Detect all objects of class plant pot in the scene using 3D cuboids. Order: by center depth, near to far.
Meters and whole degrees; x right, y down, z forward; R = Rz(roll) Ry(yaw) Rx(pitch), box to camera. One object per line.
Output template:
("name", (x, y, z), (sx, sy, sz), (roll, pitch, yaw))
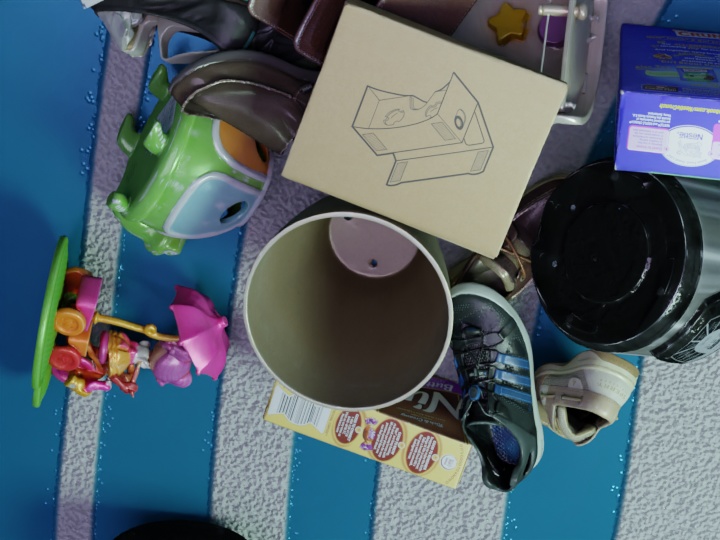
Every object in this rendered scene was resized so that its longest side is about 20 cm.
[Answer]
("plant pot", (0.000, 0.000, 1.654), (0.185, 0.200, 0.189), (3, 113, 6))

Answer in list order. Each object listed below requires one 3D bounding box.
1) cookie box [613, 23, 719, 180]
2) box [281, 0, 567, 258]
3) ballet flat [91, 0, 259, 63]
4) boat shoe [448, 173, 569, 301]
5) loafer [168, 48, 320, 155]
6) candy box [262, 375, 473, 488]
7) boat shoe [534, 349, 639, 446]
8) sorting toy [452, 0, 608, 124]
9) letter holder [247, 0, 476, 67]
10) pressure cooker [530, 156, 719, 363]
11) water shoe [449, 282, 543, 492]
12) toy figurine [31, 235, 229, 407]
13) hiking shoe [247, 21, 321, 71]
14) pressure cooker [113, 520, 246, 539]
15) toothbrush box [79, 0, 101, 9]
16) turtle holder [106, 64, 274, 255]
("cookie box", (0.304, -0.145, 1.551), (0.169, 0.200, 0.076), (6, 114, 7))
("box", (0.052, -0.119, 1.510), (0.198, 0.021, 0.165), (21, 111, -3))
("ballet flat", (-0.184, -0.226, 1.627), (0.198, 0.068, 0.069), (13, 86, 29))
("boat shoe", (0.140, -0.007, 1.700), (0.200, 0.072, 0.072), (-41, 101, 21))
("loafer", (-0.074, -0.144, 1.602), (0.198, 0.072, 0.073), (5, 152, -27))
("candy box", (0.013, 0.132, 1.751), (0.198, 0.117, 0.057), (19, 113, 1))
("boat shoe", (0.199, 0.127, 1.690), (0.072, 0.200, 0.065), (25, 72, -8))
("sorting toy", (0.123, -0.223, 1.589), (0.178, 0.107, 0.202), (6, 83, 16))
("letter holder", (0.017, -0.258, 1.529), (0.142, 0.101, 0.201), (26, 106, -44))
("pressure cooker", (0.271, -0.010, 1.614), (0.175, 0.199, 0.181), (9, 91, 38))
("water shoe", (0.124, 0.110, 1.671), (0.071, 0.079, 0.202), (-10, 111, 27))
("toy figurine", (-0.222, 0.074, 1.769), (0.182, 0.151, 0.201), (11, 135, -6))
("hiking shoe", (-0.034, -0.232, 1.644), (0.100, 0.076, 0.200), (36, 118, -21))
("pressure cooker", (-0.187, 0.378, 1.841), (0.177, 0.176, 0.202), (7, 110, 9))
("toothbrush box", (-0.172, -0.314, 1.552), (0.145, 0.200, 0.086), (-22, 109, 15))
("turtle holder", (-0.163, -0.084, 1.679), (0.131, 0.141, 0.187), (22, 105, -20))
